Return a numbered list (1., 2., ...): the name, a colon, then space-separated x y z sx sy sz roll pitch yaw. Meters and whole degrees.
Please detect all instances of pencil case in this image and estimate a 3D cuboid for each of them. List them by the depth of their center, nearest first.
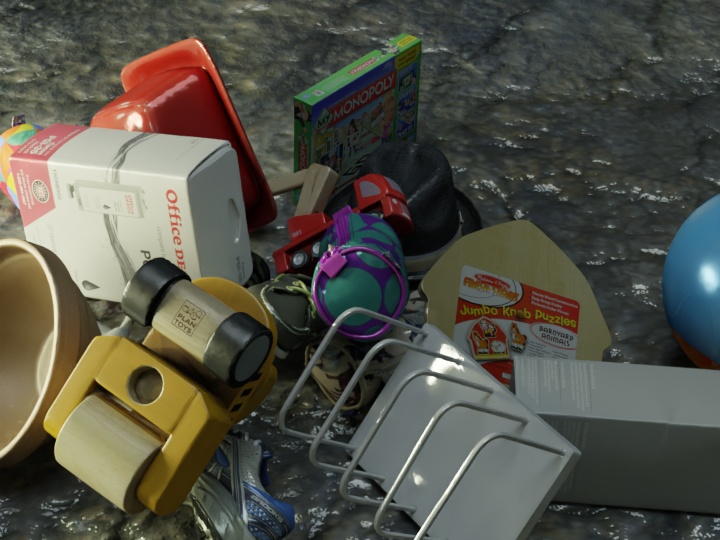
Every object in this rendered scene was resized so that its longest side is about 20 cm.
1. pencil case: 0.000 0.000 1.437 0.085 0.093 0.200 -31 9 5
2. pencil case: 0.049 0.067 1.481 0.199 0.078 0.089 -24 33 -32
3. pencil case: -0.324 -0.085 1.664 0.088 0.089 0.200 -19 43 -27

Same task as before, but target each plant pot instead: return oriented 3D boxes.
1. plant pot: -0.294 0.079 1.387 0.092 0.201 0.201 18 18 -46

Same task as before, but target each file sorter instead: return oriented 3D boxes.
1. file sorter: 0.049 0.142 1.290 0.124 0.139 0.200 20 16 -48

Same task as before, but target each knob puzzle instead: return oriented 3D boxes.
1. knob puzzle: 0.143 0.044 1.472 0.218 0.030 0.221 9 63 -18

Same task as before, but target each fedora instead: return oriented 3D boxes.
1. fedora: 0.045 -0.076 1.665 0.199 0.092 0.201 2 36 -1

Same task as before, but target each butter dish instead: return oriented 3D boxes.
1. butter dish: -0.205 -0.107 1.562 0.148 0.200 0.200 -31 14 -32

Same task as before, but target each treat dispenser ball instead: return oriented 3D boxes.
1. treat dispenser ball: 0.385 0.017 1.472 0.200 0.202 0.201 2 36 -1

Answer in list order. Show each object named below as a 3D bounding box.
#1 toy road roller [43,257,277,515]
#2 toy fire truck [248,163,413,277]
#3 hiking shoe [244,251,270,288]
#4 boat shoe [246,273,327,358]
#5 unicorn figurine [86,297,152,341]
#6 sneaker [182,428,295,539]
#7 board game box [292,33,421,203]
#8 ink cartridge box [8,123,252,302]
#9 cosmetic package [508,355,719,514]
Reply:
1. toy road roller: -0.147 0.100 1.286 0.123 0.146 0.201 32 86 21
2. toy fire truck: -0.048 -0.059 1.609 0.199 0.049 0.142 -28 55 19
3. hiking shoe: -0.128 0.015 1.544 0.100 0.076 0.200 -19 40 -22
4. boat shoe: -0.065 0.035 1.431 0.060 0.072 0.202 -37 -5 6
5. unicorn figurine: -0.248 0.063 1.487 0.199 0.074 0.137 5 34 31
6. sneaker: -0.121 0.168 1.336 0.085 0.077 0.200 -21 52 -22
7. board game box: -0.003 -0.170 1.758 0.029 0.135 0.200 26 42 29
8. ink cartridge box: -0.213 -0.050 1.454 0.199 0.147 0.083 8 30 25
9. cosmetic package: 0.228 0.144 1.366 0.199 0.107 0.090 4 35 -1
